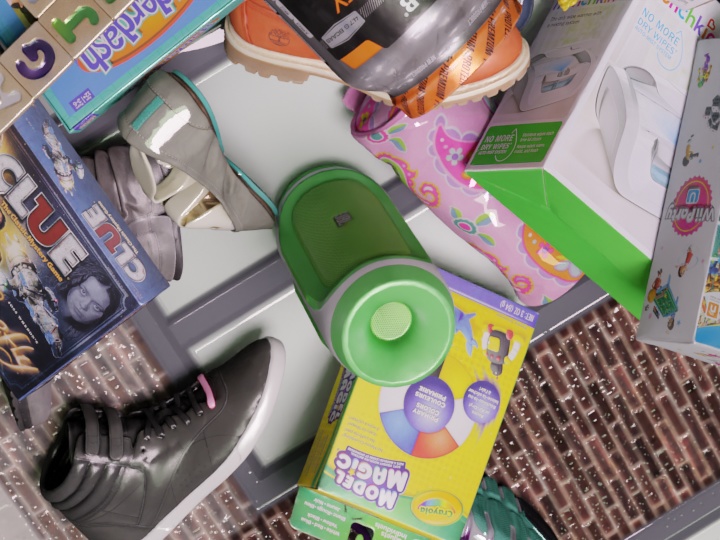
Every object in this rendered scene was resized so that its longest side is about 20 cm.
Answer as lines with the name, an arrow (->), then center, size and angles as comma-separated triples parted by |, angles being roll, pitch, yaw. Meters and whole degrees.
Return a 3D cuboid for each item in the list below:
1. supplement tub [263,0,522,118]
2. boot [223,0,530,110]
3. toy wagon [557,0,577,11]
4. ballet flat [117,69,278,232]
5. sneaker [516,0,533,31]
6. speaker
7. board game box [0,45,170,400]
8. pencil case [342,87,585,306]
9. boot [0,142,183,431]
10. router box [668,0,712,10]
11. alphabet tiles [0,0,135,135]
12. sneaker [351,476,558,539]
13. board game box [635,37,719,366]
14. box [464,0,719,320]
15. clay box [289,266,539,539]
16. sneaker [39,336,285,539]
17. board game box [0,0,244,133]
supplement tub -> -0.006, -0.192, 1.373 | 0.200, 0.123, 0.123 | 44, 97, -12
boot -> 0.012, -0.166, 1.475 | 0.198, 0.075, 0.108 | 9, 137, 2
toy wagon -> 0.093, -0.251, 1.473 | 0.200, 0.039, 0.156 | 48, 57, -24
ballet flat -> -0.109, -0.062, 1.494 | 0.064, 0.067, 0.200 | -46, 155, -7
sneaker -> 0.043, -0.210, 1.501 | 0.070, 0.082, 0.200 | -40, 117, 15
speaker -> 0.000, 0.000, 1.517 | 0.088, 0.200, 0.089 | -6, 114, -13
board game box -> -0.223, -0.035, 1.453 | 0.135, 0.035, 0.201 | -36, 90, 37
pencil case -> 0.079, -0.065, 1.579 | 0.087, 0.088, 0.200 | -45, 115, 7
boot -> -0.179, 0.011, 1.552 | 0.131, 0.070, 0.201 | -7, 119, -18
router box -> 0.166, -0.291, 1.466 | 0.199, 0.049, 0.181 | 28, 66, -24
alphabet tiles -> -0.227, -0.209, 1.395 | 0.167, 0.008, 0.200 | -45, 89, 1
sneaker -> 0.052, 0.188, 1.696 | 0.199, 0.075, 0.088 | 30, 118, -16
board game box -> 0.268, -0.033, 1.507 | 0.147, 0.064, 0.202 | 17, 82, -31
box -> 0.196, -0.083, 1.554 | 0.200, 0.096, 0.177 | 39, 71, -27
clay box -> 0.036, 0.102, 1.612 | 0.114, 0.048, 0.201 | 23, 80, -19
sneaker -> -0.140, 0.109, 1.598 | 0.099, 0.071, 0.200 | 35, 105, -30
board game box -> -0.177, -0.209, 1.425 | 0.152, 0.045, 0.200 | -37, 92, 3
